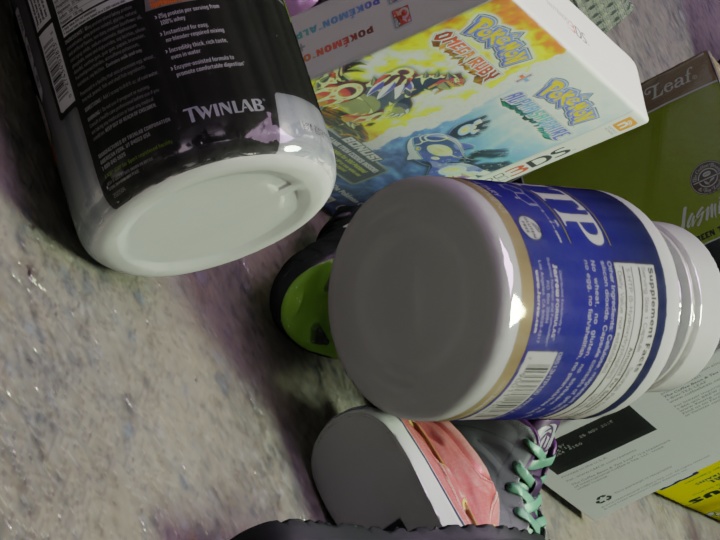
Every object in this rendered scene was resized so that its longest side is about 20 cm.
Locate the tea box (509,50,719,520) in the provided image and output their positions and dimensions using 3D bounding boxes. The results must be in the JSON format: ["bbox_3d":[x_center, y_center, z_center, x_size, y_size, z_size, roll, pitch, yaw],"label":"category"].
[{"bbox_3d":[0.175,0.011,1.794,0.134,0.199,0.198,38,32,-53],"label":"tea box"}]

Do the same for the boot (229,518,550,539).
[{"bbox_3d":[0.032,0.199,1.297,0.199,0.076,0.169,9,53,-42],"label":"boot"}]

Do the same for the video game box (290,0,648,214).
[{"bbox_3d":[0.035,-0.094,1.576,0.200,0.181,0.047,32,38,-58],"label":"video game box"}]

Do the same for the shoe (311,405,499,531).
[{"bbox_3d":[0.050,0.157,1.460,0.091,0.071,0.201,1,60,-64],"label":"shoe"}]

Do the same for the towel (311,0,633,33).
[{"bbox_3d":[0.056,-0.143,1.645,0.035,0.192,0.200,56,-1,25],"label":"towel"}]

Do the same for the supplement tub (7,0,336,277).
[{"bbox_3d":[-0.093,-0.110,1.339,0.122,0.122,0.201,28,41,-61],"label":"supplement tub"}]

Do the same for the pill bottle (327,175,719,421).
[{"bbox_3d":[0.090,0.016,1.493,0.199,0.119,0.120,3,61,-48],"label":"pill bottle"}]

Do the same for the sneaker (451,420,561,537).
[{"bbox_3d":[0.074,0.121,1.550,0.074,0.087,0.201,20,47,-65],"label":"sneaker"}]

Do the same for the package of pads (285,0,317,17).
[{"bbox_3d":[-0.087,-0.223,1.579,0.201,0.075,0.121,60,18,-16],"label":"package of pads"}]

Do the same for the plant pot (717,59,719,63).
[{"bbox_3d":[0.441,-0.152,2.788,0.177,0.199,0.201,2,63,-57],"label":"plant pot"}]

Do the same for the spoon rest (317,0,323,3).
[{"bbox_3d":[-0.017,-0.203,1.771,0.200,0.060,0.100,53,21,-28],"label":"spoon rest"}]

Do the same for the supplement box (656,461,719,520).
[{"bbox_3d":[0.253,0.095,2.044,0.200,0.108,0.110,26,41,-62],"label":"supplement box"}]

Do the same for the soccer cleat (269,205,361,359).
[{"bbox_3d":[0.000,0.000,1.559,0.081,0.068,0.200,28,20,26],"label":"soccer cleat"}]
